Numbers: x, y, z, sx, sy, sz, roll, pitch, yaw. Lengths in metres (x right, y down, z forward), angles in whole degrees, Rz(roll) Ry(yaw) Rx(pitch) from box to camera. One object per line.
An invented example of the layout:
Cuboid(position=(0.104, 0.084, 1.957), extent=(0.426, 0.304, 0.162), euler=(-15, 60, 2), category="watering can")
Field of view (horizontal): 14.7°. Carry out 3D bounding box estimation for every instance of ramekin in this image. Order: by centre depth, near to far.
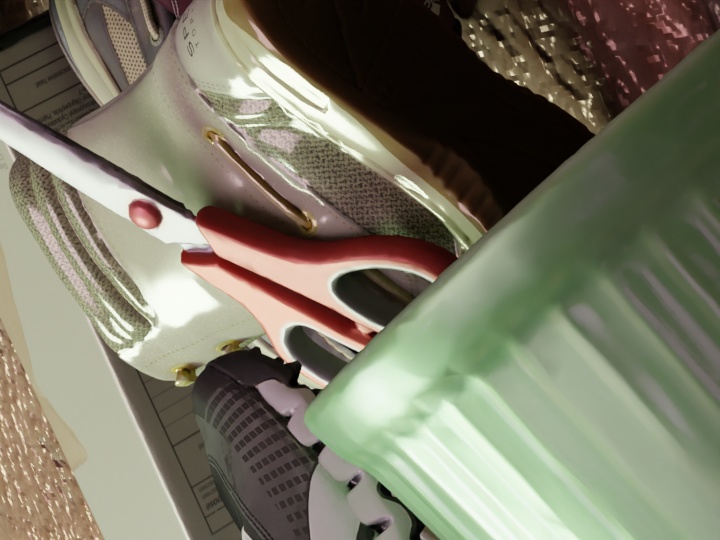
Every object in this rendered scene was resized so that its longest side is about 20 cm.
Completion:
Cuboid(position=(0.091, 0.008, 0.687), extent=(0.098, 0.200, 0.200), euler=(49, 149, 4), category="ramekin")

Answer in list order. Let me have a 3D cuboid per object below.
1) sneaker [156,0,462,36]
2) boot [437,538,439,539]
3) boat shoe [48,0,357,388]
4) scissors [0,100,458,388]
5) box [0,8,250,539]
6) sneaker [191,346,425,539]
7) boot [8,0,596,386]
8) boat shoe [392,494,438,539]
Cuboid(position=(0.010, -0.113, 0.841), extent=(0.115, 0.076, 0.199), euler=(43, 143, -25), category="sneaker")
Cuboid(position=(0.094, 0.128, 0.777), extent=(0.199, 0.147, 0.070), euler=(16, 151, 25), category="boot")
Cuboid(position=(-0.033, -0.044, 0.939), extent=(0.200, 0.074, 0.073), euler=(52, 147, 7), category="boat shoe")
Cuboid(position=(-0.053, -0.007, 0.822), extent=(0.199, 0.014, 0.073), euler=(20, 141, 8), category="scissors")
Cuboid(position=(-0.080, 0.001, 1.029), extent=(0.078, 0.095, 0.201), euler=(-5, 110, 58), category="box")
Cuboid(position=(-0.008, 0.111, 0.732), extent=(0.200, 0.090, 0.067), euler=(57, 172, 24), category="sneaker")
Cuboid(position=(0.000, 0.000, 0.862), extent=(0.200, 0.072, 0.154), euler=(41, 136, -14), category="boot")
Cuboid(position=(0.053, 0.137, 0.922), extent=(0.074, 0.086, 0.202), euler=(-3, 127, 54), category="boat shoe")
